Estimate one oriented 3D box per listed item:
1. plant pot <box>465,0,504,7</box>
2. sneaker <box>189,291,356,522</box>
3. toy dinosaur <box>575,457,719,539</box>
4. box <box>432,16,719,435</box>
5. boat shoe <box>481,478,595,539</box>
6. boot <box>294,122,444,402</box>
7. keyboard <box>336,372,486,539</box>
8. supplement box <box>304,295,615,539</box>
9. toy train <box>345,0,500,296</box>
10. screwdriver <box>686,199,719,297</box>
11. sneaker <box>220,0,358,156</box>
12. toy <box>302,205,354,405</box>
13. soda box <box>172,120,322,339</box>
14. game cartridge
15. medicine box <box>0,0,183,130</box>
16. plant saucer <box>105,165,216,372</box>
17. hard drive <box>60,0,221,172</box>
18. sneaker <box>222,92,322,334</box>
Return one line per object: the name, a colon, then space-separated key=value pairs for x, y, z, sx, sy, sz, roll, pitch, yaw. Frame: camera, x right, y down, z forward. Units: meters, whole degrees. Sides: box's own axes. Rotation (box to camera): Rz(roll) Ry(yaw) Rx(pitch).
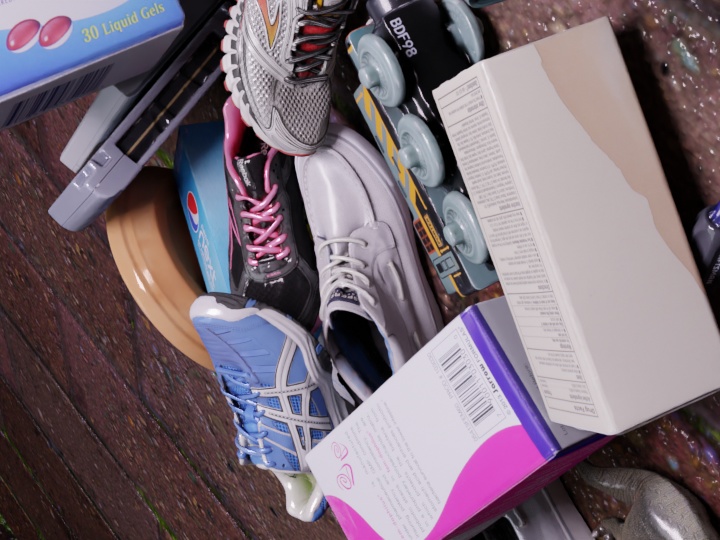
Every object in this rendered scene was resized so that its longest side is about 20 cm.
plant pot: x=0.059 y=-0.244 z=0.587 sx=0.200 sy=0.140 sz=0.142 roll=52 pitch=153 yaw=36
sneaker: x=-0.057 y=0.095 z=0.926 sx=0.075 sy=0.077 sz=0.200 roll=-1 pitch=135 yaw=43
toy dinosaur: x=0.193 y=0.177 z=0.814 sx=0.103 sy=0.076 sz=0.201 roll=119 pitch=147 yaw=-51
box: x=0.116 y=-0.021 z=0.710 sx=0.095 sy=0.077 sz=0.201 roll=177 pitch=72 yaw=-77
boat shoe: x=0.100 y=0.166 z=0.956 sx=0.201 sy=0.068 sz=0.072 roll=60 pitch=153 yaw=6
boot: x=0.000 y=0.000 z=0.936 sx=0.073 sy=0.096 sz=0.201 roll=-19 pitch=106 yaw=26
keyboard: x=0.052 y=0.148 z=1.014 sx=0.201 sy=0.021 sz=0.127 roll=55 pitch=-174 yaw=1
supplement box: x=0.068 y=0.106 z=0.853 sx=0.200 sy=0.103 sz=0.102 roll=-45 pitch=68 yaw=41
toy train: x=0.053 y=-0.076 z=0.816 sx=0.201 sy=0.085 sz=0.114 roll=62 pitch=163 yaw=2
screwdriver: x=0.192 y=-0.050 z=0.644 sx=0.029 sy=0.028 sz=0.201 roll=23 pitch=143 yaw=7
sneaker: x=-0.043 y=-0.172 z=0.874 sx=0.082 sy=0.077 sz=0.202 roll=19 pitch=120 yaw=45
toy: x=-0.021 y=0.037 z=1.082 sx=0.115 sy=0.047 sz=0.201 roll=38 pitch=139 yaw=50
soda box: x=-0.093 y=-0.023 z=1.063 sx=0.064 sy=0.067 sz=0.201 roll=113 pitch=143 yaw=-56
game cartridge: x=-0.163 y=-0.118 z=1.040 sx=0.040 sy=0.201 sz=0.133 roll=42 pitch=156 yaw=-15
medicine box: x=-0.246 y=-0.203 z=0.870 sx=0.201 sy=0.181 sz=0.103 roll=62 pitch=153 yaw=-1
plant saucer: x=-0.131 y=-0.007 z=1.127 sx=0.037 sy=0.200 sz=0.201 roll=-32 pitch=84 yaw=23
hard drive: x=-0.182 y=-0.160 z=1.100 sx=0.027 sy=0.132 sz=0.200 roll=40 pitch=156 yaw=-9
sneaker: x=-0.071 y=-0.043 z=0.969 sx=0.095 sy=0.078 sz=0.202 roll=59 pitch=-159 yaw=-66
